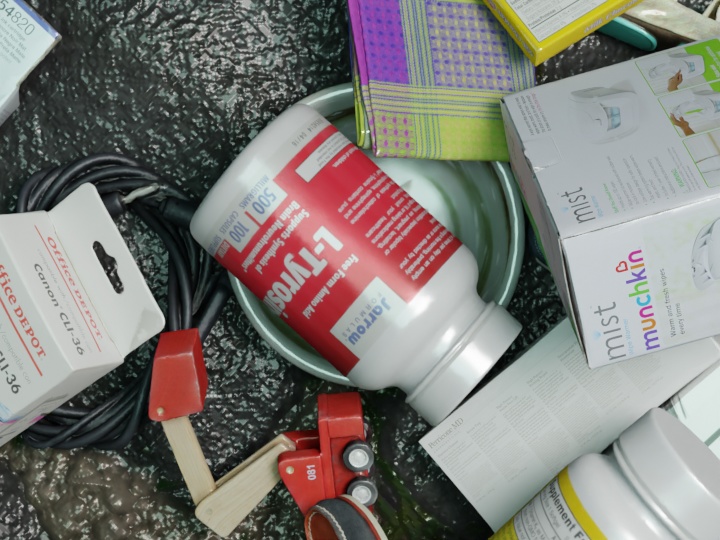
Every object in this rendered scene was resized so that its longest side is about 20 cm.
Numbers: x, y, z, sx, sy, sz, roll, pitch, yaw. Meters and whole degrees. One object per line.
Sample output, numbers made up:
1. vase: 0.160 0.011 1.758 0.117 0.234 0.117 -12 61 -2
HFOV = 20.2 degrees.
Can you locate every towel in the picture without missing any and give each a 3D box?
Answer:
1. towel: 0.049 -0.165 1.311 0.143 0.023 0.202 1 74 -31

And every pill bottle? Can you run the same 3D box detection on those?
1. pill bottle: 0.000 0.000 1.264 0.200 0.112 0.112 42 91 3
2. pill bottle: 0.137 0.184 1.223 0.200 0.114 0.114 -44 88 14

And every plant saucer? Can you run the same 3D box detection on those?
1. plant saucer: 0.010 -0.023 1.345 0.198 0.050 0.202 0 89 3

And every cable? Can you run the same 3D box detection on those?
1. cable: -0.182 0.024 1.352 0.162 0.051 0.201 31 91 3

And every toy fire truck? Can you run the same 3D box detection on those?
1. toy fire truck: -0.059 0.136 1.317 0.140 0.049 0.202 -5 107 1

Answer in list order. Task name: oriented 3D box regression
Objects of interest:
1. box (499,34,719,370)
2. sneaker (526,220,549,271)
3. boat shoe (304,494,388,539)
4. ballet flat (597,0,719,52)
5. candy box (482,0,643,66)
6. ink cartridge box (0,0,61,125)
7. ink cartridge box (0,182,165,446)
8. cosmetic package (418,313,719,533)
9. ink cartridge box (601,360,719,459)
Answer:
1. box: 0.189 -0.051 1.208 0.175 0.200 0.097 -16 119 1
2. sneaker: 0.208 -0.031 1.318 0.198 0.086 0.078 -3 88 2
3. boat shoe: -0.005 0.227 1.229 0.062 0.071 0.201 -5 57 -22
4. ballet flat: 0.212 -0.165 1.333 0.199 0.067 0.063 29 81 2
5. candy box: 0.164 -0.221 1.314 0.199 0.026 0.102 -31 68 -15
6. ink cartridge box: -0.333 -0.146 1.365 0.199 0.041 0.200 43 91 2
7. ink cartridge box: -0.235 0.040 1.307 0.199 0.067 0.117 -34 80 22
8. cosmetic package: 0.138 0.076 1.305 0.200 0.051 0.083 -41 89 23
9. ink cartridge box: 0.240 0.138 1.315 0.200 0.084 0.146 -42 87 3
